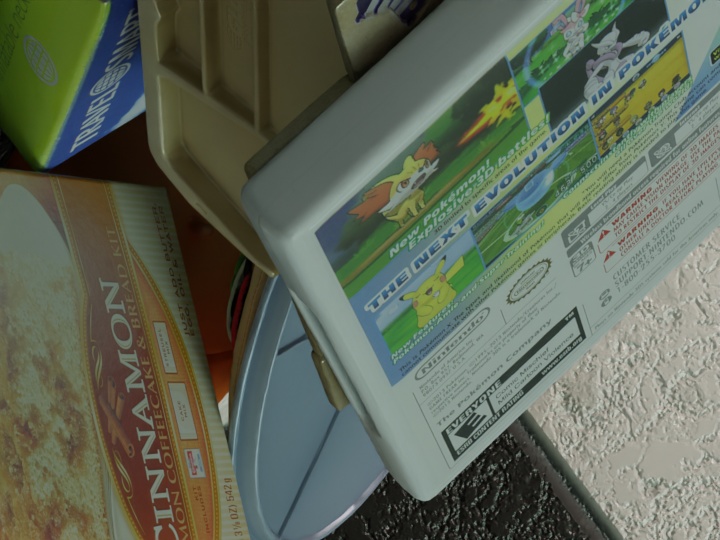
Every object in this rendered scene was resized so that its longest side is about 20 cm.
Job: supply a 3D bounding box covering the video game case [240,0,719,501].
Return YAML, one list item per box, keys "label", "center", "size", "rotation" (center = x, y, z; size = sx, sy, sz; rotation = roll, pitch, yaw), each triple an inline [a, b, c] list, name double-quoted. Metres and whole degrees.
- label: "video game case"
  center: [0.066, -0.043, 0.734]
  size: [0.200, 0.022, 0.182]
  rotation: [-43, 155, -8]

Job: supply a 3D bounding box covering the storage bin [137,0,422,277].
- label: "storage bin"
  center: [0.045, -0.108, 0.757]
  size: [0.200, 0.094, 0.199]
  rotation: [-36, 153, -24]

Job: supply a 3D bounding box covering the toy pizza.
- label: "toy pizza"
  center: [0.000, 0.000, 0.963]
  size: [0.200, 0.032, 0.201]
  rotation: [-53, 157, -35]

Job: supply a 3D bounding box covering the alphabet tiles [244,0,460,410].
- label: "alphabet tiles"
  center: [0.044, -0.047, 0.725]
  size: [0.166, 0.006, 0.200]
  rotation: [-42, 155, -12]

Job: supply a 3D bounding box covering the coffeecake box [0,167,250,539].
- label: "coffeecake box"
  center: [-0.117, 0.052, 0.816]
  size: [0.073, 0.154, 0.200]
  rotation: [-18, 170, 25]

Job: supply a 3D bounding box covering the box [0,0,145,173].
- label: "box"
  center: [-0.038, -0.105, 0.830]
  size: [0.200, 0.048, 0.122]
  rotation: [-35, 171, -24]

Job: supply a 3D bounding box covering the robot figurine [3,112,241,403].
- label: "robot figurine"
  center: [-0.080, -0.007, 1.016]
  size: [0.143, 0.117, 0.200]
  rotation: [-30, 170, -32]
